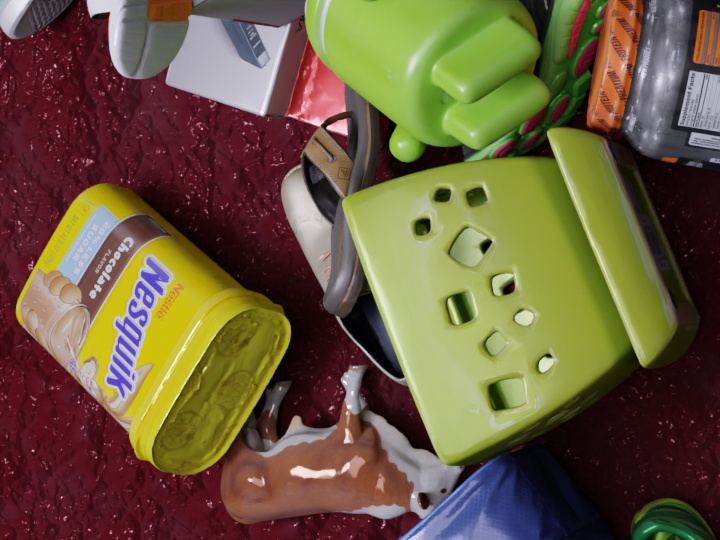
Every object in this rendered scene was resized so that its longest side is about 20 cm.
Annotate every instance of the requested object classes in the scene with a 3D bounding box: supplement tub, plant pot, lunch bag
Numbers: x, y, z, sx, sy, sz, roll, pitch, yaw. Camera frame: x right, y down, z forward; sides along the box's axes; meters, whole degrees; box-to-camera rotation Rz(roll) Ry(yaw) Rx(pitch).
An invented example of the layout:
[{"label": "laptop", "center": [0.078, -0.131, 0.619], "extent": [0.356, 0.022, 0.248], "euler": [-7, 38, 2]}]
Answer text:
[{"label": "supplement tub", "center": [0.259, -0.125, 1.369], "extent": [0.200, 0.123, 0.123], "euler": [11, 96, 1]}, {"label": "plant pot", "center": [0.124, 0.010, 1.424], "extent": [0.181, 0.200, 0.199], "euler": [-23, 83, 14]}, {"label": "lunch bag", "center": [0.106, 0.213, 1.431], "extent": [0.136, 0.200, 0.132], "euler": [-42, 79, 13]}]

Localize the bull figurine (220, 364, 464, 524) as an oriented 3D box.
[{"label": "bull figurine", "center": [-0.022, 0.138, 1.554], "extent": [0.200, 0.065, 0.122], "euler": [-10, 85, 22]}]

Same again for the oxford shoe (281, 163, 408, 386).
[{"label": "oxford shoe", "center": [0.000, 0.000, 1.534], "extent": [0.071, 0.074, 0.200], "euler": [-42, 76, 19]}]

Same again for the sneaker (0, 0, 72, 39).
[{"label": "sneaker", "center": [-0.263, -0.291, 1.630], "extent": [0.118, 0.074, 0.201], "euler": [29, 92, 12]}]

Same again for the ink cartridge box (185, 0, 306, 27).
[{"label": "ink cartridge box", "center": [-0.095, -0.287, 1.479], "extent": [0.083, 0.146, 0.200], "euler": [-25, 81, 25]}]

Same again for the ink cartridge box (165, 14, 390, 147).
[{"label": "ink cartridge box", "center": [-0.041, -0.213, 1.561], "extent": [0.176, 0.045, 0.200], "euler": [19, 99, 21]}]

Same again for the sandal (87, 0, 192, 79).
[{"label": "sandal", "center": [-0.157, -0.232, 1.394], "extent": [0.059, 0.079, 0.207], "euler": [1, 85, 30]}]

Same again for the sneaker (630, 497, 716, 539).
[{"label": "sneaker", "center": [0.256, 0.249, 1.433], "extent": [0.200, 0.084, 0.074], "euler": [46, 107, 14]}]

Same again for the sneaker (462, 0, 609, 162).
[{"label": "sneaker", "center": [0.120, -0.156, 1.463], "extent": [0.084, 0.077, 0.200], "euler": [48, 133, 28]}]

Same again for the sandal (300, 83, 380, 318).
[{"label": "sandal", "center": [-0.019, -0.064, 1.492], "extent": [0.054, 0.082, 0.200], "euler": [8, 74, -6]}]

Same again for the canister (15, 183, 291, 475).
[{"label": "canister", "center": [-0.164, 0.041, 1.568], "extent": [0.200, 0.086, 0.149], "euler": [39, 103, 37]}]

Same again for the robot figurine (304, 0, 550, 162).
[{"label": "robot figurine", "center": [0.041, -0.162, 1.404], "extent": [0.116, 0.176, 0.200], "euler": [-36, 49, -15]}]
